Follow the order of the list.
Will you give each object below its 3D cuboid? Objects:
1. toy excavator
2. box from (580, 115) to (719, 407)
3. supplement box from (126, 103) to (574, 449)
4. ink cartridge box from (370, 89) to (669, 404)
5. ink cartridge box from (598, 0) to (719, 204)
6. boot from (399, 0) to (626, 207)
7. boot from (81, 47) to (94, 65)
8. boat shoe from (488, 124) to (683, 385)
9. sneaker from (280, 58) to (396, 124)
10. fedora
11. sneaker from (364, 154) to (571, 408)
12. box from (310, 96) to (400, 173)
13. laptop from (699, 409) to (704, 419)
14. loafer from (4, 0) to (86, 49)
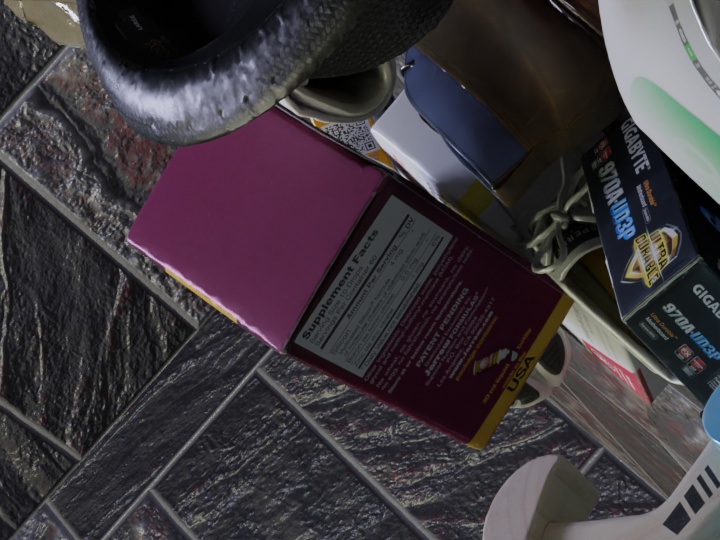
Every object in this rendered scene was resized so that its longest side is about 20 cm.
[{"bbox_3d":[0.160,0.075,0.785,0.100,0.200,0.194,45,172,-37],"label":"toy excavator"},{"bbox_3d":[0.187,0.033,0.926,0.200,0.046,0.159,44,-160,-21],"label":"box"},{"bbox_3d":[0.000,0.000,1.037,0.131,0.104,0.200,34,-178,38],"label":"supplement box"},{"bbox_3d":[0.114,-0.030,1.173,0.200,0.083,0.145,42,177,23],"label":"ink cartridge box"},{"bbox_3d":[0.104,-0.092,0.702,0.200,0.050,0.161,41,177,0],"label":"ink cartridge box"},{"bbox_3d":[0.036,-0.111,0.867,0.200,0.097,0.075,40,177,40],"label":"boot"},{"bbox_3d":[-0.144,-0.229,1.222,0.200,0.164,0.066,50,172,35],"label":"boot"},{"bbox_3d":[0.115,-0.018,1.028,0.202,0.075,0.086,52,-156,12],"label":"boat shoe"},{"bbox_3d":[-0.064,-0.136,0.914,0.199,0.074,0.115,30,-179,-39],"label":"sneaker"},{"bbox_3d":[-0.016,-0.131,0.711,0.091,0.202,0.200,11,-161,-40],"label":"fedora"},{"bbox_3d":[0.038,0.008,1.207,0.200,0.081,0.083,43,-176,-14],"label":"sneaker"},{"bbox_3d":[0.000,-0.093,1.254,0.119,0.041,0.201,-93,-15,-56],"label":"box"},{"bbox_3d":[0.273,0.172,1.032,0.186,0.117,0.200,20,-176,-15],"label":"laptop"},{"bbox_3d":[-0.124,-0.152,1.087,0.199,0.076,0.067,19,159,45],"label":"loafer"}]
